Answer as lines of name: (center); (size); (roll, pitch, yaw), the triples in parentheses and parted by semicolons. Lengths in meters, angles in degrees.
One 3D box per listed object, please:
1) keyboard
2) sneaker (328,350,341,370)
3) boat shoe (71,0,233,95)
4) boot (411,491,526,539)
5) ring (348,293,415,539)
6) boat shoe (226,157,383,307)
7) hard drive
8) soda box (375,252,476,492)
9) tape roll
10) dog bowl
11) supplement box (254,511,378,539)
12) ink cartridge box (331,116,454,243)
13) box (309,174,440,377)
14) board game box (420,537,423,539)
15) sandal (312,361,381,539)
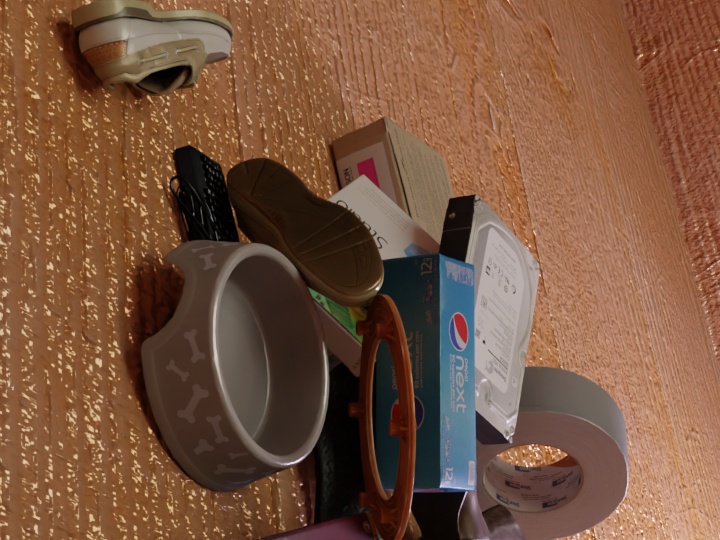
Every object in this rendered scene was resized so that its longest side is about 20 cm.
keyboard: (-0.111, -0.014, 1.313); (0.104, 0.039, 0.201); (22, 49, -64)
sneaker: (-0.004, 0.084, 1.438); (0.093, 0.070, 0.201); (-12, 84, -75)
boat shoe: (-0.169, -0.181, 1.294); (0.200, 0.074, 0.069); (-9, 84, -62)
boot: (0.115, 0.236, 1.525); (0.200, 0.064, 0.187); (13, 75, -63)
ring: (0.014, 0.119, 1.242); (0.200, 0.019, 0.202); (179, -90, -80)
boat shoe: (-0.045, -0.023, 1.309); (0.200, 0.071, 0.065); (45, -33, 41)
hard drive: (0.115, 0.047, 1.466); (0.140, 0.038, 0.201); (44, 50, -43)
soda box: (0.057, 0.090, 1.338); (0.064, 0.068, 0.201); (17, 70, -55)
tape roll: (0.179, 0.194, 1.606); (0.201, 0.200, 0.066); (54, 25, -34)
dog bowl: (-0.090, 0.069, 1.206); (0.200, 0.058, 0.201); (33, 52, -56)
supplement box: (-0.050, 0.251, 1.143); (0.200, 0.085, 0.111); (7, 64, -67)
ink cartridge box: (0.053, -0.048, 1.702); (0.165, 0.075, 0.201); (24, 49, -60)
box: (0.000, 0.000, 1.431); (0.144, 0.036, 0.200); (42, 38, 6)
board game box: (0.107, 0.351, 1.527); (0.201, 0.023, 0.105); (67, 22, -4)
sandal: (-0.014, 0.170, 1.351); (0.075, 0.048, 0.201); (14, 62, -14)
